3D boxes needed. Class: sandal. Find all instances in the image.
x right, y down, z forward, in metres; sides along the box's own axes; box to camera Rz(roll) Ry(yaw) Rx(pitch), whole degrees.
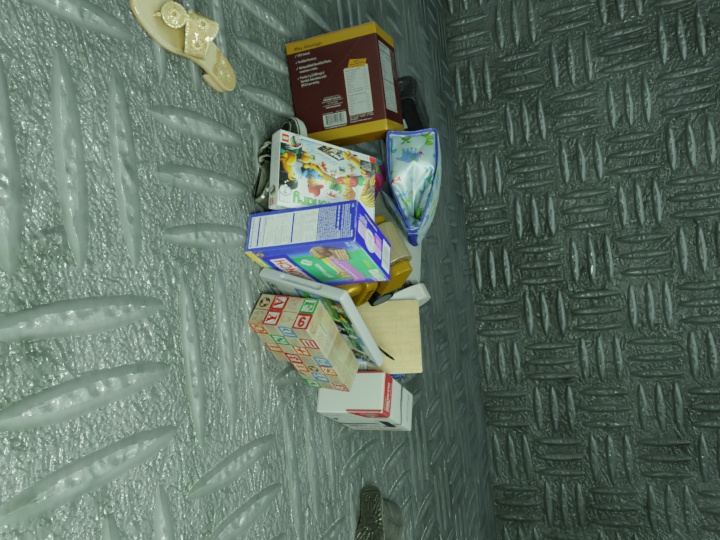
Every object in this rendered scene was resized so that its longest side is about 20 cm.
[{"bbox_3d":[-0.223,-0.331,0.785,0.212,0.069,0.079,37,50,-63],"label":"sandal"}]

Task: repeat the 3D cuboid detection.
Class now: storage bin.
[{"bbox_3d":[0.123,-0.467,1.669,0.200,0.133,0.095,55,35,-53],"label":"storage bin"}]

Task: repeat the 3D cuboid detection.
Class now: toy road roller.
[{"bbox_3d":[0.000,0.000,1.092,0.124,0.144,0.200,62,-28,18],"label":"toy road roller"}]

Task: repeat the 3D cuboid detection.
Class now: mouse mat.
[{"bbox_3d":[-0.019,0.106,1.062,0.008,0.199,0.161,-51,166,-4],"label":"mouse mat"}]

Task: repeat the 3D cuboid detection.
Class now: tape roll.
[{"bbox_3d":[0.068,0.093,1.283,0.037,0.201,0.202,61,17,12],"label":"tape roll"}]

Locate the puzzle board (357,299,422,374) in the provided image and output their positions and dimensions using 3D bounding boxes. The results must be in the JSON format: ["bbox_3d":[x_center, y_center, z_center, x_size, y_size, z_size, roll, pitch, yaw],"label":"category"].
[{"bbox_3d":[0.028,0.141,1.169,0.017,0.197,0.153,70,17,-82],"label":"puzzle board"}]

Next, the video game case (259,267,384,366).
[{"bbox_3d":[-0.064,0.081,0.955,0.022,0.180,0.201,-56,141,-27],"label":"video game case"}]

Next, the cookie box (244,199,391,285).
[{"bbox_3d":[-0.067,-0.037,0.944,0.171,0.197,0.076,46,44,-58],"label":"cookie box"}]

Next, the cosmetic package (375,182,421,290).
[{"bbox_3d":[0.048,-0.076,1.320,0.165,0.163,0.203,55,34,-51],"label":"cosmetic package"}]

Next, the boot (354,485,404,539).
[{"bbox_3d":[0.049,0.611,1.292,0.201,0.071,0.184,71,25,-49],"label":"boot"}]

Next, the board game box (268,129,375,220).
[{"bbox_3d":[-0.061,-0.153,0.958,0.198,0.034,0.128,8,78,-35],"label":"board game box"}]

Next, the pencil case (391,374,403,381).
[{"bbox_3d":[0.065,0.182,1.415,0.087,0.077,0.203,102,-16,-82],"label":"pencil case"}]

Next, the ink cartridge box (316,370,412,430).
[{"bbox_3d":[0.015,0.276,1.161,0.200,0.142,0.085,48,42,-57],"label":"ink cartridge box"}]

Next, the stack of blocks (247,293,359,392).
[{"bbox_3d":[-0.091,0.127,0.945,0.201,0.114,0.059,63,40,-45],"label":"stack of blocks"}]

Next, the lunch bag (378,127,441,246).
[{"bbox_3d":[0.105,-0.161,1.132,0.170,0.125,0.203,43,44,-79],"label":"lunch bag"}]

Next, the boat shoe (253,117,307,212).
[{"bbox_3d":[-0.142,-0.194,0.967,0.063,0.070,0.203,29,54,-37],"label":"boat shoe"}]

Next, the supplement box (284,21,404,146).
[{"bbox_3d":[-0.029,-0.369,1.141,0.133,0.194,0.203,-22,106,-69],"label":"supplement box"}]

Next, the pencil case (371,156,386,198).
[{"bbox_3d":[-0.001,-0.169,1.125,0.201,0.087,0.089,-66,144,-59],"label":"pencil case"}]
